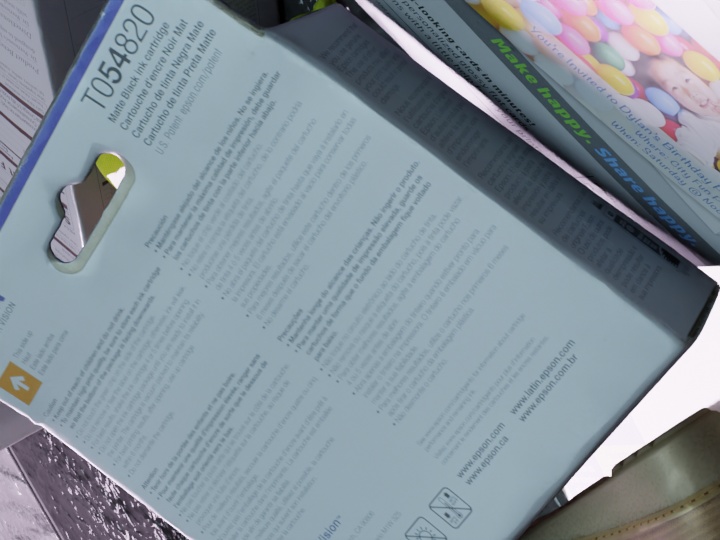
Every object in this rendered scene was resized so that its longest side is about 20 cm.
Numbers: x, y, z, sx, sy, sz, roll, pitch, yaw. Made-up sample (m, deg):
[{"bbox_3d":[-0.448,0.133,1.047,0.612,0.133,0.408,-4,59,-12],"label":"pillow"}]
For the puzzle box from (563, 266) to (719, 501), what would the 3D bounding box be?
[{"bbox_3d":[0.116,0.053,0.753,0.133,0.025,0.200,62,157,-7],"label":"puzzle box"}]

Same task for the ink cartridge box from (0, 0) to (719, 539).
[{"bbox_3d":[-0.021,0.015,0.707,0.200,0.041,0.200,36,129,0],"label":"ink cartridge box"}]

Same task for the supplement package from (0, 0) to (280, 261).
[{"bbox_3d":[-0.107,-0.090,0.918,0.110,0.114,0.200,41,150,34],"label":"supplement package"}]

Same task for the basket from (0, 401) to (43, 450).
[{"bbox_3d":[-0.197,0.001,1.112,0.123,0.200,0.136,32,146,55],"label":"basket"}]

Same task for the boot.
[{"bbox_3d":[0.116,0.146,0.739,0.166,0.072,0.200,58,154,9],"label":"boot"}]

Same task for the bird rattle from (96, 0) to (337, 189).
[{"bbox_3d":[0.000,0.000,0.853,0.200,0.113,0.163,51,178,25],"label":"bird rattle"}]

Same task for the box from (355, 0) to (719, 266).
[{"bbox_3d":[0.085,-0.064,0.592,0.156,0.041,0.200,44,161,-20],"label":"box"}]
